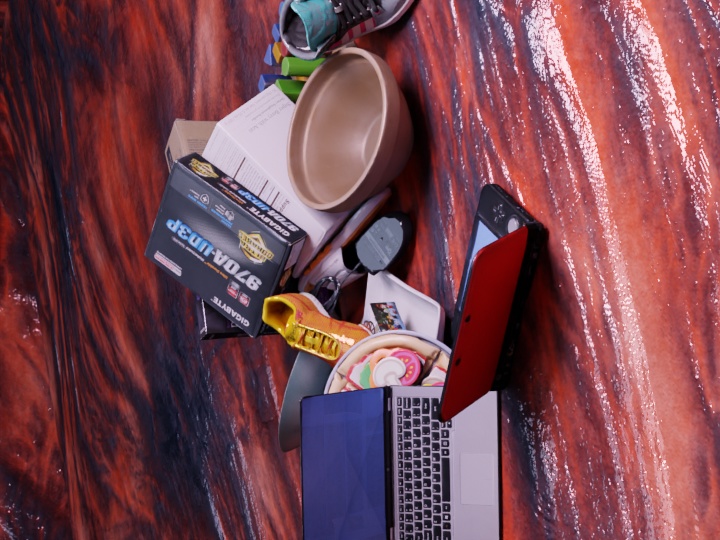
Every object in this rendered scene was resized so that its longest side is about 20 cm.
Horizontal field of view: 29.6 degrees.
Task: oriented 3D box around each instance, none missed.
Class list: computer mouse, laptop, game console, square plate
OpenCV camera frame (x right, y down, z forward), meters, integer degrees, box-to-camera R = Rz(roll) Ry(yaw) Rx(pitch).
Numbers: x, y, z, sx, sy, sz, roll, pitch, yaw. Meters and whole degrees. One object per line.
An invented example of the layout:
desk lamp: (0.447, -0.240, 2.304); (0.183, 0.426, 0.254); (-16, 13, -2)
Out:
computer mouse: (0.000, 0.000, 1.724); (0.200, 0.034, 0.059); (-45, 66, 26)
laptop: (0.046, 0.226, 1.488); (0.116, 0.197, 0.190); (-11, -80, -73)
game console: (0.113, 0.030, 1.449); (0.173, 0.117, 0.202); (-130, 44, -52)
square plate: (0.053, 0.110, 1.694); (0.198, 0.028, 0.203); (-147, 58, -60)

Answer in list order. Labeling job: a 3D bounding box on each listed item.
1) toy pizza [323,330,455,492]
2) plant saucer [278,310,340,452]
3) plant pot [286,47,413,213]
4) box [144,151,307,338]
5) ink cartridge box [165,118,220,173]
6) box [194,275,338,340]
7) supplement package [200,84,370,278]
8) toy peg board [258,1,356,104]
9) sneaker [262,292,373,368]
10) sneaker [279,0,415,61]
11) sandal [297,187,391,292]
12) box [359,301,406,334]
toy pizza: (0.044, 0.170, 1.566); (0.197, 0.032, 0.204); (0, 91, 21)
plant saucer: (-0.054, 0.152, 1.824); (0.201, 0.038, 0.204); (18, -90, -76)
plant pot: (0.001, -0.163, 1.678); (0.200, 0.092, 0.204); (-22, 62, 48)
box: (-0.177, -0.034, 1.773); (0.199, 0.046, 0.160); (36, 125, 16)
ink cartridge box: (-0.165, -0.128, 1.945); (0.075, 0.197, 0.166); (120, 140, -48)
box: (-0.134, 0.018, 1.888); (0.036, 0.197, 0.145); (136, 126, -62)
supplement package: (-0.099, -0.118, 1.792); (0.200, 0.121, 0.120); (44, 141, 6)
toy peg board: (-0.094, -0.272, 1.902); (0.201, 0.097, 0.201); (112, 146, -41)
sneaker: (-0.049, 0.087, 1.679); (0.199, 0.076, 0.074); (25, 114, 43)
sneaker: (-0.026, -0.317, 1.657); (0.199, 0.120, 0.084); (-27, 91, 39)
sandal: (-0.011, -0.022, 1.772); (0.059, 0.079, 0.207); (45, 129, 5)
box: (0.018, 0.156, 1.694); (0.201, 0.037, 0.138); (113, 145, -43)
